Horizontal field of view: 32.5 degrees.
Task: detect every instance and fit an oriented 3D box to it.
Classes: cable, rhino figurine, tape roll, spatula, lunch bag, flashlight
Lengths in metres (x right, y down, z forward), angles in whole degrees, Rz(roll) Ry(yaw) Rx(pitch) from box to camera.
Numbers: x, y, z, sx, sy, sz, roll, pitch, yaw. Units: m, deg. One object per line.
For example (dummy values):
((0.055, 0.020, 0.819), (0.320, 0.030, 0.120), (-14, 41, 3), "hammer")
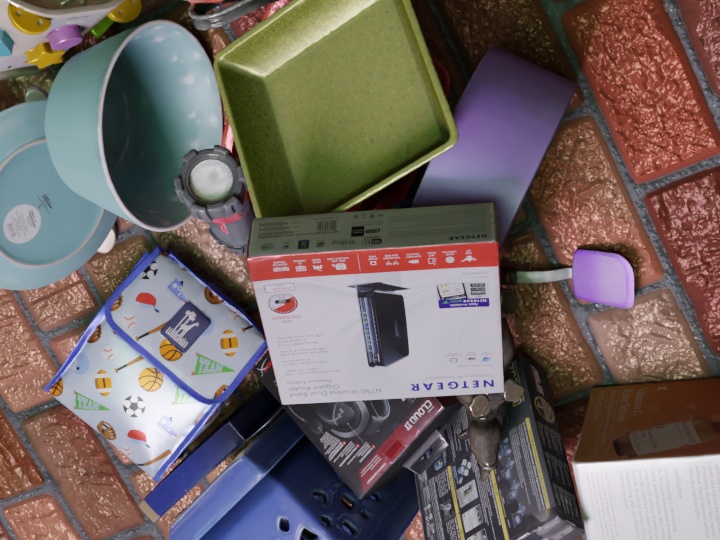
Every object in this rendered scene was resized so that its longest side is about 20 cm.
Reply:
((-0.090, -0.271, 1.150), (0.199, 0.098, 0.050), (6, 154, 24), "cable")
((0.117, 0.104, 1.157), (0.059, 0.087, 0.201), (-4, 105, -8), "rhino figurine")
((0.113, -0.091, 1.098), (0.085, 0.200, 0.201), (26, 117, 7), "tape roll")
((0.171, 0.004, 1.221), (0.199, 0.021, 0.057), (3, 114, 17), "spatula")
((-0.213, 0.096, 1.331), (0.170, 0.124, 0.200), (40, 104, -2), "lunch bag")
((-0.134, -0.063, 1.197), (0.068, 0.200, 0.068), (-15, 80, -4), "flashlight")

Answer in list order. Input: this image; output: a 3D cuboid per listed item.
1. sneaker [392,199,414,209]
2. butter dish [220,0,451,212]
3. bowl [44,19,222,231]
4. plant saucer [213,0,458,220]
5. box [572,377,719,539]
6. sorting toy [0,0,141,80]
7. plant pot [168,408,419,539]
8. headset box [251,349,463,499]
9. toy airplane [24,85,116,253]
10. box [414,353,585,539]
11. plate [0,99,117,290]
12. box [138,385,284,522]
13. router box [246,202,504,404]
((0.000, 0.000, 1.176), (0.075, 0.200, 0.079), (23, 142, 29), "sneaker")
((-0.042, -0.131, 1.162), (0.199, 0.148, 0.201), (27, 117, 5), "butter dish")
((-0.229, -0.140, 1.198), (0.104, 0.201, 0.202), (4, 113, 27), "bowl")
((-0.016, -0.141, 1.037), (0.199, 0.048, 0.201), (-29, 67, 27), "plant saucer")
((0.316, 0.184, 1.175), (0.199, 0.152, 0.107), (-7, 110, 19), "box")
((-0.316, -0.238, 1.191), (0.180, 0.199, 0.107), (-35, 78, 49), "sorting toy")
((-0.073, 0.265, 1.315), (0.180, 0.200, 0.200), (45, 120, 3), "plant pot")
((0.007, 0.120, 1.258), (0.200, 0.077, 0.149), (47, 119, 16), "headset box")
((-0.363, -0.105, 1.297), (0.198, 0.141, 0.201), (-8, 104, -20), "toy airplane")
((0.127, 0.204, 1.223), (0.049, 0.201, 0.161), (31, 123, -32), "box")
((-0.318, -0.070, 1.234), (0.026, 0.199, 0.201), (28, 123, 41), "plate")
((-0.148, 0.185, 1.342), (0.200, 0.121, 0.032), (-41, 91, 27), "box")
((0.019, 0.031, 1.029), (0.199, 0.049, 0.180), (-4, 133, 6), "router box")
